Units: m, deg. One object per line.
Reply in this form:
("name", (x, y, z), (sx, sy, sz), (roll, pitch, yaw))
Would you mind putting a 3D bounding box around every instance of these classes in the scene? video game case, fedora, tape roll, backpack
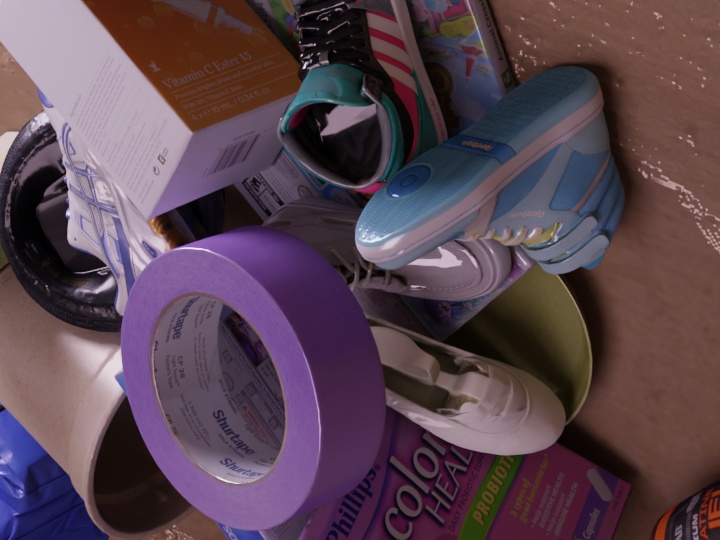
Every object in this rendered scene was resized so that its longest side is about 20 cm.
("video game case", (-0.065, 0.105, 1.764), (0.045, 0.181, 0.200), (-22, 106, 47))
("video game case", (0.013, -0.041, 1.668), (0.200, 0.024, 0.182), (51, 136, 3))
("fedora", (-0.177, -0.049, 1.787), (0.200, 0.092, 0.201), (5, 101, 25))
("tape roll", (-0.076, 0.073, 1.599), (0.200, 0.066, 0.200), (18, 116, 41))
("backpack", (-0.317, 0.159, 2.023), (0.200, 0.162, 0.168), (40, 129, 25))
("video game case", (0.010, -0.156, 1.628), (0.200, 0.022, 0.182), (-2, 120, 38))

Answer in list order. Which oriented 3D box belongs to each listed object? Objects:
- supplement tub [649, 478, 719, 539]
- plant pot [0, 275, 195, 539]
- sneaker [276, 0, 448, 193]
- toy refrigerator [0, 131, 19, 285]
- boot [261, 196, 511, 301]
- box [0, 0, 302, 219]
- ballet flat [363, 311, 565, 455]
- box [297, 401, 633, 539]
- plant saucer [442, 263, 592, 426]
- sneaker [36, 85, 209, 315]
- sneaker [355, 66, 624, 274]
("supplement tub", (0.272, 0.193, 1.622), (0.107, 0.107, 0.200), (48, 137, -2))
("plant pot", (-0.204, 0.082, 1.866), (0.183, 0.200, 0.201), (32, 136, 30))
("sneaker", (-0.018, -0.135, 1.540), (0.084, 0.121, 0.200), (-22, 97, 28))
("toy refrigerator", (-0.303, -0.029, 1.834), (0.070, 0.200, 0.076), (5, 123, 36))
("boot", (0.000, 0.000, 1.618), (0.200, 0.096, 0.074), (6, 120, 37))
("box", (-0.149, -0.154, 1.647), (0.200, 0.124, 0.098), (49, 137, 16))
("ballet flat", (0.055, 0.078, 1.644), (0.200, 0.069, 0.069), (23, 136, -6))
("box", (0.068, 0.193, 1.689), (0.200, 0.176, 0.097), (30, 146, -4))
("plant saucer", (0.087, 0.033, 1.703), (0.200, 0.031, 0.200), (21, 132, 26))
("sneaker", (-0.191, -0.057, 1.698), (0.088, 0.075, 0.200), (-34, 82, 26))
("sneaker", (0.097, -0.030, 1.538), (0.080, 0.200, 0.131), (29, 150, 56))
